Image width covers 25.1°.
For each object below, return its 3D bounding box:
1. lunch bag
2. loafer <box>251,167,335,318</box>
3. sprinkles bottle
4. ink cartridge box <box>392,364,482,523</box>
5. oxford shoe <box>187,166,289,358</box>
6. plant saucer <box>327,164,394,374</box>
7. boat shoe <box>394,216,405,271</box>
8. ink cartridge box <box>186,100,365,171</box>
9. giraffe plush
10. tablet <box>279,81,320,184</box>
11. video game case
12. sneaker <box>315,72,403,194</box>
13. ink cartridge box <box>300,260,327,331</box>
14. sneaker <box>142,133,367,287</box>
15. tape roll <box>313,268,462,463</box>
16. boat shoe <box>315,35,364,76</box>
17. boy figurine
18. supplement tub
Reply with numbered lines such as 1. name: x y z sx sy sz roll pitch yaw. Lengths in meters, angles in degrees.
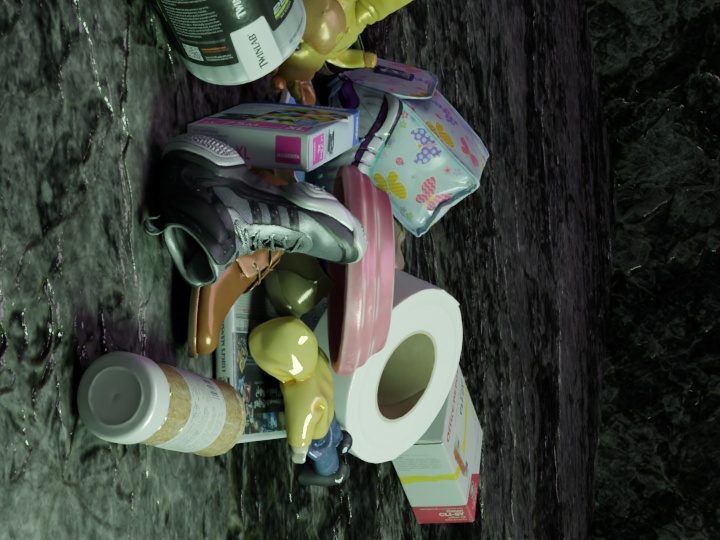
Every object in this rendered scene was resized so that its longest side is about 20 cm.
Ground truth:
1. lunch bag: 0.051 -0.164 1.889 0.200 0.127 0.170 47 18 -5
2. loafer: -0.064 -0.047 1.589 0.076 0.067 0.202 48 28 -63
3. sprinkles bottle: -0.155 0.111 1.303 0.200 0.067 0.069 31 58 -71
4. ink cartridge box: 0.099 0.220 2.125 0.201 0.082 0.146 68 26 -49
5. oxford shoe: -0.108 -0.009 1.450 0.072 0.071 0.202 98 8 -62
6. plant saucer: 0.000 0.000 1.566 0.200 0.050 0.203 -178 -90 -84
7. boat shoe: 0.009 -0.047 1.840 0.200 0.072 0.065 -97 163 -68
8. ink cartridge box: -0.074 -0.130 1.521 0.200 0.118 0.042 -34 129 -71
9. giraffe plush: -0.054 -0.257 1.615 0.162 0.172 0.201 -53 170 -50
10. tablet: -0.055 -0.125 1.778 0.201 0.014 0.131 67 26 -48
11. video game case: -0.099 0.074 1.585 0.200 0.023 0.184 13 75 -74
12. sneaker: -0.030 -0.115 1.759 0.201 0.087 0.074 -64 -179 -19
13. ink cartridge box: -0.023 0.077 1.801 0.094 0.044 0.201 -76 157 -48
14. sneaker: -0.094 -0.028 1.393 0.075 0.199 0.115 -41 -154 55
15. tape roll: 0.025 0.100 1.734 0.202 0.070 0.204 -31 132 -41
16. boat shoe: -0.038 -0.306 1.770 0.072 0.065 0.202 -72 154 -49
17. boy figurine: -0.056 0.127 1.568 0.201 0.064 0.125 70 20 -44
18. supplement tub: -0.128 -0.264 1.362 0.201 0.121 0.124 66 27 -51
